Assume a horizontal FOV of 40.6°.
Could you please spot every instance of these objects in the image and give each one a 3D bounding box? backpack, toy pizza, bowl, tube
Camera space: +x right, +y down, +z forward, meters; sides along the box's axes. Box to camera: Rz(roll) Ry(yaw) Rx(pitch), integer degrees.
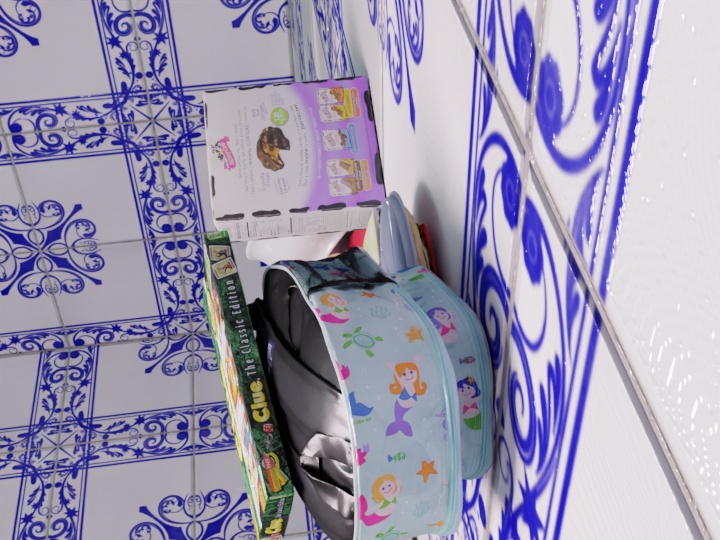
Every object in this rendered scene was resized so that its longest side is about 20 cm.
[{"bbox_3d":[0.009,0.088,0.659,0.200,0.148,0.180,-130,35,-68],"label":"backpack"},{"bbox_3d":[0.048,0.031,0.839,0.200,0.031,0.203,172,90,-85],"label":"toy pizza"},{"bbox_3d":[-0.052,-0.066,1.271,0.090,0.201,0.201,39,165,9],"label":"bowl"},{"bbox_3d":[0.013,0.024,1.145,0.058,0.052,0.201,37,147,25],"label":"tube"}]

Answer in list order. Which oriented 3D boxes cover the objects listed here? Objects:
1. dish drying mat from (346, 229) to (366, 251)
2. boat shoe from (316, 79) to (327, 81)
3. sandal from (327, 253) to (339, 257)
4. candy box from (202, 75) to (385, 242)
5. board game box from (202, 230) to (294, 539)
[{"bbox_3d":[0.000,0.000,1.258,0.201,0.018,0.078,109,147,-57],"label":"dish drying mat"},{"bbox_3d":[-0.046,-0.207,1.389,0.200,0.073,0.067,102,159,-76],"label":"boat shoe"},{"bbox_3d":[-0.054,0.079,1.194,0.070,0.077,0.215,49,-125,-77],"label":"sandal"},{"bbox_3d":[-0.080,-0.130,1.142,0.072,0.197,0.170,98,166,-69],"label":"candy box"},{"bbox_3d":[-0.084,0.084,0.699,0.105,0.023,0.202,101,155,-58],"label":"board game box"}]
